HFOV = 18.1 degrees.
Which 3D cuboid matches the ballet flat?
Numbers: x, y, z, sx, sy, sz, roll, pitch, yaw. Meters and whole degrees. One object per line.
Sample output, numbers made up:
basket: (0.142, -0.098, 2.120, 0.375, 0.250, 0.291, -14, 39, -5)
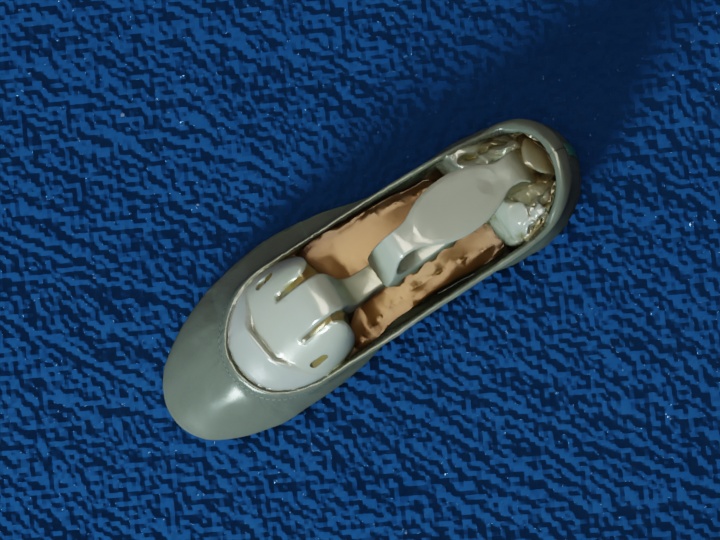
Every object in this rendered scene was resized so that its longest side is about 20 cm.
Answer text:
ballet flat: (0.000, 0.000, 0.912, 0.199, 0.064, 0.068, -33, 84, 3)
